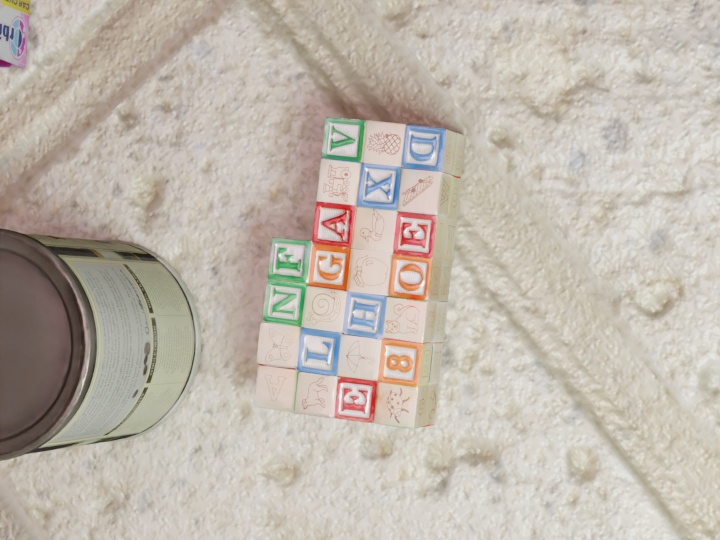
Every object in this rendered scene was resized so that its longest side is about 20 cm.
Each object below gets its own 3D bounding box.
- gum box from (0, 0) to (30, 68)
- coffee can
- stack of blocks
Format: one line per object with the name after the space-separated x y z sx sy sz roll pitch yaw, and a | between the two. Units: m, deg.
-0.342 -0.210 1.466 0.199 0.066 0.114 3 88 16 | gum box
-0.208 0.048 1.353 0.146 0.200 0.147 0 88 16 | coffee can
0.000 0.000 1.368 0.115 0.059 0.201 7 91 16 | stack of blocks
